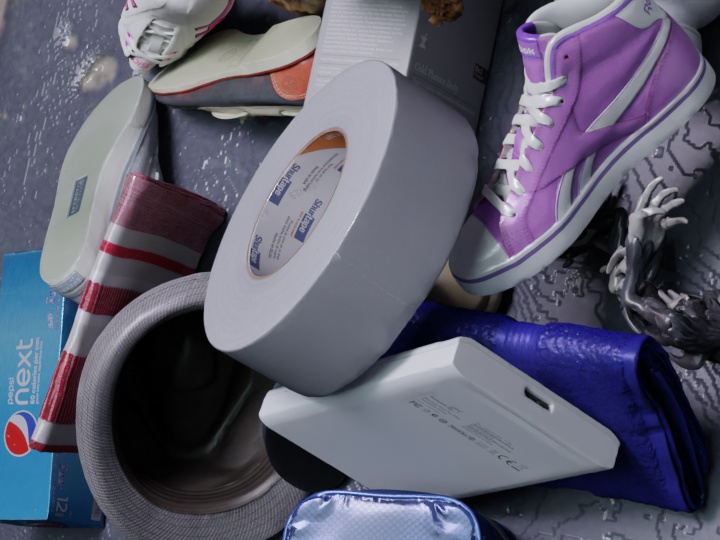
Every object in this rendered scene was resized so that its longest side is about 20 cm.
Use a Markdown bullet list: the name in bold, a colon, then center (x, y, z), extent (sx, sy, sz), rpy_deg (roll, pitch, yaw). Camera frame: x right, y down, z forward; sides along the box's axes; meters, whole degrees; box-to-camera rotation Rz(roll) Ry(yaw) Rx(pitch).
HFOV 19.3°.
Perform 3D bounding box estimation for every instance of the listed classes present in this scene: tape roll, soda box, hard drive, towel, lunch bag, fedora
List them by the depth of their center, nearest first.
- **tape roll**: center (-0.014, -0.026, 1.284), extent (0.200, 0.066, 0.201), rpy_deg (-46, 26, 30)
- **hard drive**: center (0.045, 0.097, 1.294), extent (0.199, 0.132, 0.026), rpy_deg (-19, 45, 52)
- **towel**: center (0.111, 0.076, 1.303), extent (0.199, 0.148, 0.050), rpy_deg (8, 49, 35)
- **lunch bag**: center (0.026, 0.240, 1.320), extent (0.135, 0.132, 0.202), rpy_deg (4, 80, 19)
- **fedora**: center (-0.112, 0.086, 1.454), extent (0.090, 0.175, 0.202), rpy_deg (-123, 26, -65)
- **towel**: center (-0.162, 0.035, 1.489), extent (0.023, 0.144, 0.201), rpy_deg (21, 91, 20)
- **soda box**: center (-0.228, 0.088, 1.569), extent (0.067, 0.064, 0.202), rpy_deg (-5, 76, 34)

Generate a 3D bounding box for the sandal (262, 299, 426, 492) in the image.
- **sandal**: center (-0.013, 0.075, 1.376), extent (0.043, 0.076, 0.201), rpy_deg (-108, 30, -46)

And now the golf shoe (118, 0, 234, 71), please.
- **golf shoe**: center (-0.134, -0.183, 1.519), extent (0.072, 0.200, 0.093), rpy_deg (20, 91, -9)

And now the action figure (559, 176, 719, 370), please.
- **action figure**: center (0.190, -0.005, 1.275), extent (0.200, 0.118, 0.103), rpy_deg (35, 104, 40)

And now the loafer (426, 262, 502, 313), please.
- **loafer**: center (0.000, 0.000, 1.429), extent (0.199, 0.068, 0.076), rpy_deg (-1, 77, 34)

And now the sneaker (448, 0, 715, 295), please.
- **sneaker**: center (0.104, -0.086, 1.247), extent (0.201, 0.114, 0.073), rpy_deg (-48, 33, 1)

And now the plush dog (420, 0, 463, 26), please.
- **plush dog**: center (-0.012, -0.243, 1.347), extent (0.200, 0.161, 0.171), rpy_deg (-43, 41, -16)

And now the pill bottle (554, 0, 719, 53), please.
- **pill bottle**: center (0.178, -0.224, 1.334), extent (0.112, 0.112, 0.202), rpy_deg (-5, 76, 33)

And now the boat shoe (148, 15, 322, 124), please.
- **boat shoe**: center (-0.079, -0.135, 1.517), extent (0.199, 0.063, 0.071), rpy_deg (-4, 41, 49)

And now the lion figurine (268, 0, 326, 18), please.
- **lion figurine**: center (-0.071, -0.232, 1.500), extent (0.199, 0.122, 0.073), rpy_deg (28, 95, 36)

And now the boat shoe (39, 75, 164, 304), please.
- **boat shoe**: center (-0.180, -0.052, 1.562), extent (0.070, 0.071, 0.202), rpy_deg (-20, 43, 36)

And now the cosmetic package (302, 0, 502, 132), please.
- **cosmetic package**: center (0.038, -0.185, 1.425), extent (0.090, 0.107, 0.202), rpy_deg (11, 87, 34)
